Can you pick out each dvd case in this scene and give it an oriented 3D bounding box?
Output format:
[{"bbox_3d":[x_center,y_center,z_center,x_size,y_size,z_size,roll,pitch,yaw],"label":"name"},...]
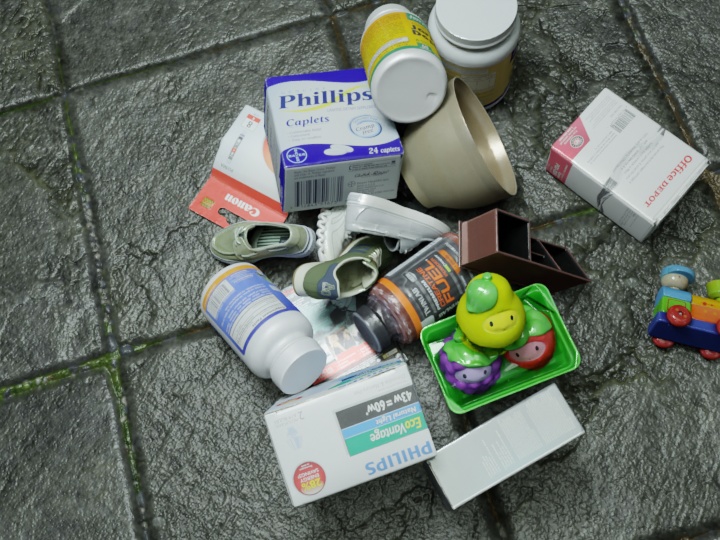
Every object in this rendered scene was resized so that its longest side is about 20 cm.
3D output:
[{"bbox_3d":[-0.038,0.092,1.190,0.145,0.022,0.201,-29,73,-6],"label":"dvd case"}]

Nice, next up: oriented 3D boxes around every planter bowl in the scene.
[{"bbox_3d":[0.138,-0.178,1.194,0.134,0.200,0.201,-26,69,24],"label":"planter bowl"}]

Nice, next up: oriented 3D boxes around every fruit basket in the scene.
[{"bbox_3d":[0.193,0.096,1.078,0.214,0.216,0.156,-21,71,-3],"label":"fruit basket"}]

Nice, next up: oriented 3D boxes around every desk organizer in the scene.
[{"bbox_3d":[0.243,-0.025,1.124,0.199,0.077,0.072,15,68,-32],"label":"desk organizer"}]

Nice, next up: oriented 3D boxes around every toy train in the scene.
[{"bbox_3d":[0.535,0.066,1.132,0.199,0.085,0.116,13,60,8],"label":"toy train"}]

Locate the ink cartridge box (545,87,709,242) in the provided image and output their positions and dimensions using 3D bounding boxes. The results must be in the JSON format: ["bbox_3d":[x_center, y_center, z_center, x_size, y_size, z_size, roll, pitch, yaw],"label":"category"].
[{"bbox_3d":[0.418,-0.166,1.211,0.200,0.085,0.146,41,79,17],"label":"ink cartridge box"}]

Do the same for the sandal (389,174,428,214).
[{"bbox_3d":[0.048,-0.170,1.257,0.075,0.048,0.201,-25,71,-4],"label":"sandal"}]

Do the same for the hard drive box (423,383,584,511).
[{"bbox_3d":[0.189,0.246,1.052,0.199,0.156,0.077,-28,73,-5],"label":"hard drive box"}]

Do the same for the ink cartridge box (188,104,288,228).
[{"bbox_3d":[-0.174,-0.159,1.271,0.162,0.050,0.201,28,72,13],"label":"ink cartridge box"}]

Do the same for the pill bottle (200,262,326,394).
[{"bbox_3d":[-0.140,0.086,1.126,0.112,0.112,0.200,-42,57,-10],"label":"pill bottle"}]

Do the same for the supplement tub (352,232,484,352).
[{"bbox_3d":[0.086,0.037,1.144,0.200,0.107,0.107,-36,72,-15],"label":"supplement tub"}]

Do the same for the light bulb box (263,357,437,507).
[{"bbox_3d":[-0.014,0.211,1.043,0.197,0.200,0.126,-19,86,-3],"label":"light bulb box"}]

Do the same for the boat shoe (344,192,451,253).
[{"bbox_3d":[0.058,-0.062,1.166,0.072,0.199,0.069,15,89,46],"label":"boat shoe"}]

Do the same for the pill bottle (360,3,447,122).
[{"bbox_3d":[0.059,-0.319,1.149,0.112,0.113,0.201,-10,42,1],"label":"pill bottle"}]

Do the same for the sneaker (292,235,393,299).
[{"bbox_3d":[0.000,0.000,1.140,0.090,0.068,0.200,9,24,43],"label":"sneaker"}]

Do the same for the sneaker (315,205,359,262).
[{"bbox_3d":[-0.024,-0.081,1.211,0.080,0.075,0.201,6,66,7],"label":"sneaker"}]

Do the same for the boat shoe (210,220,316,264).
[{"bbox_3d":[-0.163,-0.051,1.190,0.199,0.062,0.072,-4,73,31],"label":"boat shoe"}]

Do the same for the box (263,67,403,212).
[{"bbox_3d":[-0.048,-0.206,1.189,0.183,0.105,0.201,-8,54,-11],"label":"box"}]

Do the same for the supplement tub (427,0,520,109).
[{"bbox_3d":[0.179,-0.362,1.232,0.144,0.200,0.146,-1,71,4],"label":"supplement tub"}]
